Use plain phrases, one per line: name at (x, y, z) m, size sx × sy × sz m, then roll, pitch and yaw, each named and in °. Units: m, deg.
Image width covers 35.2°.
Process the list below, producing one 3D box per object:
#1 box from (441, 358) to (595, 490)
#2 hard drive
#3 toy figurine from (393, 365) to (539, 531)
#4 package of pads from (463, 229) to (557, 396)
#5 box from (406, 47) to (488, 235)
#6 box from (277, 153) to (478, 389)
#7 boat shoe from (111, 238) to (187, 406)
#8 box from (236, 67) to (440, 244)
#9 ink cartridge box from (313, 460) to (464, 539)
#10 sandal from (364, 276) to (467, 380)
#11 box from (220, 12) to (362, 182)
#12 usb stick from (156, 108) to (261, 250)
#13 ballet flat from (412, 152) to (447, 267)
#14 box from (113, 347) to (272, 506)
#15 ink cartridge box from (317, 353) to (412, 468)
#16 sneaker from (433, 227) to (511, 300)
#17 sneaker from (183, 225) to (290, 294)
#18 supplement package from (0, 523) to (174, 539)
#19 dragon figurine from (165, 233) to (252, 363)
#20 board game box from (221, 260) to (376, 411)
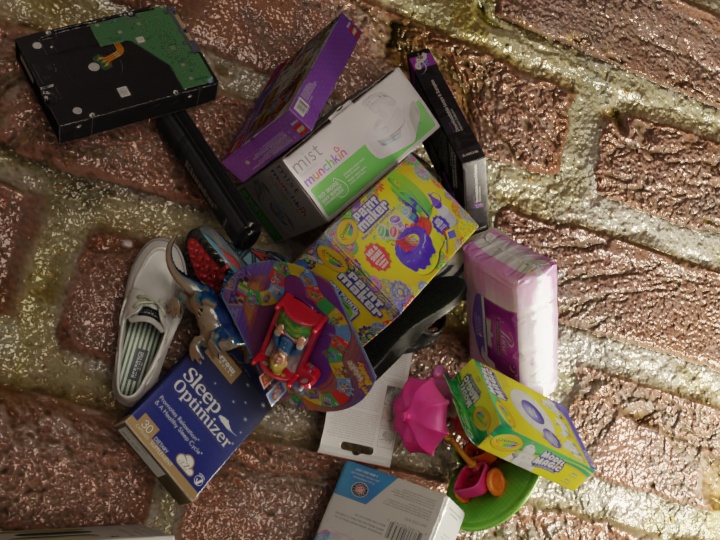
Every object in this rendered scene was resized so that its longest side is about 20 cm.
box at (0.188, 0.183, 1.382) m, size 0.199 × 0.118 × 0.048 m, roll 26°, pitch 117°, yaw -31°
hard drive at (-0.284, -0.234, 1.330) m, size 0.199 × 0.038 × 0.140 m, roll -22°, pitch 66°, yaw -25°
toy figurine at (0.123, 0.192, 1.430) m, size 0.184 × 0.150 × 0.201 m, roll 47°, pitch 44°, yaw -24°
package of pads at (0.195, 0.060, 1.460) m, size 0.075 × 0.120 × 0.201 m, roll -23°, pitch 124°, yaw -24°
box at (0.111, -0.162, 1.433) m, size 0.036 × 0.143 × 0.201 m, roll -17°, pitch 55°, yaw -4°
box at (0.000, 0.000, 1.311) m, size 0.122 × 0.193 × 0.200 m, roll 46°, pitch 45°, yaw -1°
boat shoe at (-0.242, 0.058, 1.317) m, size 0.073 × 0.067 × 0.202 m, roll 8°, pitch 80°, yaw -8°
box at (-0.032, -0.140, 1.391) m, size 0.200 × 0.176 × 0.097 m, roll -41°, pitch 101°, yaw -24°
ink cartridge box at (0.018, 0.352, 1.365) m, size 0.201 × 0.144 × 0.085 m, roll -66°, pitch 151°, yaw -18°
sandal at (0.056, 0.079, 1.418) m, size 0.200 × 0.075 × 0.048 m, roll -40°, pitch 126°, yaw -18°
box at (-0.080, -0.208, 1.360) m, size 0.039 × 0.137 × 0.201 m, roll 41°, pitch 45°, yaw -20°
usb stick at (-0.182, -0.114, 1.350) m, size 0.032 × 0.056 × 0.201 m, roll -25°, pitch 74°, yaw -35°
ballet flat at (0.087, -0.091, 1.459) m, size 0.067 × 0.062 × 0.201 m, roll 7°, pitch 52°, yaw -31°
box at (-0.182, 0.160, 1.325) m, size 0.121 × 0.032 × 0.200 m, roll 52°, pitch 45°, yaw -11°
ink cartridge box at (0.002, 0.140, 1.442) m, size 0.108 × 0.050 × 0.201 m, roll 16°, pitch 78°, yaw -24°
sneaker at (0.107, 0.003, 1.502) m, size 0.198 × 0.075 × 0.085 m, roll -7°, pitch 118°, yaw -13°
sneaker at (-0.130, 0.010, 1.394) m, size 0.200 × 0.079 × 0.096 m, roll 45°, pitch 50°, yaw -18°
supplement package at (-0.314, 0.355, 1.207) m, size 0.199 × 0.152 × 0.152 m, roll 3°, pitch 82°, yaw -25°
dragon figurine at (-0.167, 0.040, 1.321) m, size 0.099 × 0.059 × 0.201 m, roll -41°, pitch 109°, yaw -50°
board game box at (-0.076, 0.085, 1.248) m, size 0.039 × 0.157 × 0.201 m, roll -50°, pitch 124°, yaw -47°
